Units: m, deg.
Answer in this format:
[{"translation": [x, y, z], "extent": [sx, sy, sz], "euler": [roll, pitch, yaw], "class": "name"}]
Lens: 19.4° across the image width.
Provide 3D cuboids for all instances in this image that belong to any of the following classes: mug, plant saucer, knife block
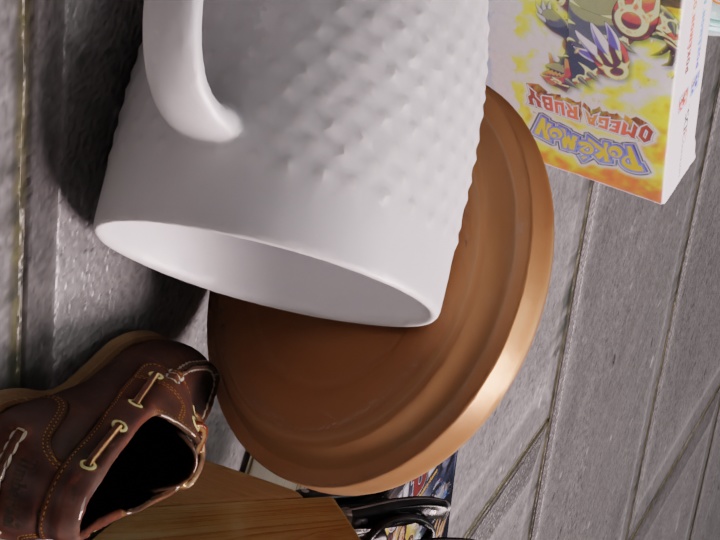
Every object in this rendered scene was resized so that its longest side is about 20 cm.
[{"translation": [-0.029, -0.088, 0.851], "extent": [0.200, 0.147, 0.176], "euler": [34, 67, -61], "class": "mug"}, {"translation": [0.000, 0.000, 0.953], "extent": [0.032, 0.200, 0.201], "euler": [23, 84, -44], "class": "plant saucer"}, {"translation": [-0.030, 0.159, 1.011], "extent": [0.200, 0.175, 0.064], "euler": [-36, 139, -61], "class": "knife block"}]

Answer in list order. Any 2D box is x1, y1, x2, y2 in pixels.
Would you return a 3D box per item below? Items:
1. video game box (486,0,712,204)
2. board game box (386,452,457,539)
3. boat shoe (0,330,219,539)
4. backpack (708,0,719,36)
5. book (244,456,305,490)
[{"translation": [0.066, -0.138, 0.988], "extent": [0.047, 0.199, 0.183], "euler": [-53, 154, -36], "class": "video game box"}, {"translation": [0.010, 0.175, 1.371], "extent": [0.200, 0.034, 0.136], "euler": [-49, 150, -51], "class": "board game box"}, {"translation": [-0.102, 0.076, 0.898], "extent": [0.200, 0.070, 0.071], "euler": [-29, 132, -67], "class": "boat shoe"}, {"translation": [0.187, -0.232, 1.259], "extent": [0.178, 0.199, 0.151], "euler": [-54, 174, -47], "class": "backpack"}, {"translation": [-0.003, 0.037, 1.204], "extent": [0.134, 0.048, 0.201], "euler": [18, 88, -76], "class": "book"}]
